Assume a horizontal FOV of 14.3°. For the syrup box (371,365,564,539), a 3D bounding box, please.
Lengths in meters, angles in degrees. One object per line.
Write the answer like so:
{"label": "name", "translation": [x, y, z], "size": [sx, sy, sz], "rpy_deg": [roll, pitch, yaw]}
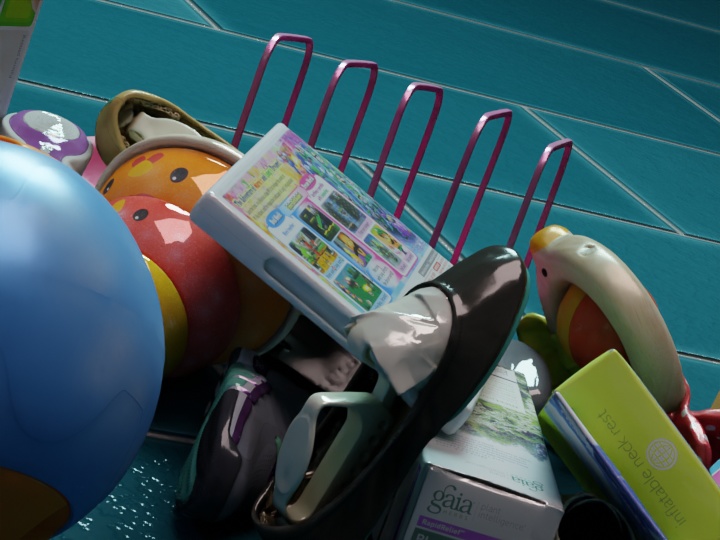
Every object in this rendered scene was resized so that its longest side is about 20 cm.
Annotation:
{"label": "syrup box", "translation": [0.052, 0.114, 1.576], "size": [0.078, 0.082, 0.200], "rpy_deg": [17, 18, -9]}

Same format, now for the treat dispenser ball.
{"label": "treat dispenser ball", "translation": [-0.190, 0.035, 1.314], "size": [0.200, 0.201, 0.201], "rpy_deg": [19, 15, -5]}

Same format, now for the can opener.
{"label": "can opener", "translation": [0.074, 0.059, 1.821], "size": [0.067, 0.054, 0.200], "rpy_deg": [-11, 21, -5]}

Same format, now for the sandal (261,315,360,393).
{"label": "sandal", "translation": [-0.066, 0.017, 1.765], "size": [0.199, 0.075, 0.045], "rpy_deg": [26, -26, 11]}

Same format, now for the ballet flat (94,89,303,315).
{"label": "ballet flat", "translation": [-0.077, -0.039, 1.733], "size": [0.200, 0.069, 0.063], "rpy_deg": [33, -18, 4]}

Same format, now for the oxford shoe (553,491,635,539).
{"label": "oxford shoe", "translation": [0.125, 0.152, 1.549], "size": [0.071, 0.074, 0.200], "rpy_deg": [14, 15, -5]}

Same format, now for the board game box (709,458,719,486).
{"label": "board game box", "translation": [0.269, 0.180, 1.571], "size": [0.153, 0.040, 0.200], "rpy_deg": [43, 11, -14]}

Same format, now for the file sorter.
{"label": "file sorter", "translation": [0.022, -0.060, 1.825], "size": [0.199, 0.126, 0.139], "rpy_deg": [22, 8, 9]}

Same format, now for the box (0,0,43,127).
{"label": "box", "translation": [-0.294, -0.115, 1.697], "size": [0.097, 0.201, 0.176], "rpy_deg": [28, 16, 25]}

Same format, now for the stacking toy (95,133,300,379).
{"label": "stacking toy", "translation": [-0.129, 0.020, 1.636], "size": [0.146, 0.147, 0.200], "rpy_deg": [24, 32, 14]}

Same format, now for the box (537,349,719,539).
{"label": "box", "translation": [0.150, 0.110, 1.565], "size": [0.122, 0.048, 0.200], "rpy_deg": [53, -4, 7]}

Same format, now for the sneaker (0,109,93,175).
{"label": "sneaker", "translation": [-0.204, -0.024, 1.697], "size": [0.075, 0.100, 0.200], "rpy_deg": [22, 20, -1]}

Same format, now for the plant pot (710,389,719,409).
{"label": "plant pot", "translation": [0.350, 0.082, 1.953], "size": [0.199, 0.140, 0.200], "rpy_deg": [19, 16, -6]}

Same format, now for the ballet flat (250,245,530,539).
{"label": "ballet flat", "translation": [0.012, 0.067, 1.462], "size": [0.068, 0.200, 0.068], "rpy_deg": [29, 5, -40]}

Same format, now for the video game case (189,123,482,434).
{"label": "video game case", "translation": [0.000, 0.000, 1.599], "size": [0.182, 0.024, 0.200], "rpy_deg": [40, 17, -1]}

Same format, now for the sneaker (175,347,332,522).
{"label": "sneaker", "translation": [-0.043, 0.094, 1.547], "size": [0.087, 0.075, 0.200], "rpy_deg": [25, 15, -3]}

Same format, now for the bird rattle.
{"label": "bird rattle", "translation": [0.156, 0.058, 1.775], "size": [0.112, 0.163, 0.200], "rpy_deg": [-26, 34, -8]}

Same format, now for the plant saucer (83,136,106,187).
{"label": "plant saucer", "translation": [-0.114, -0.028, 1.908], "size": [0.200, 0.051, 0.201], "rpy_deg": [20, 15, -6]}
